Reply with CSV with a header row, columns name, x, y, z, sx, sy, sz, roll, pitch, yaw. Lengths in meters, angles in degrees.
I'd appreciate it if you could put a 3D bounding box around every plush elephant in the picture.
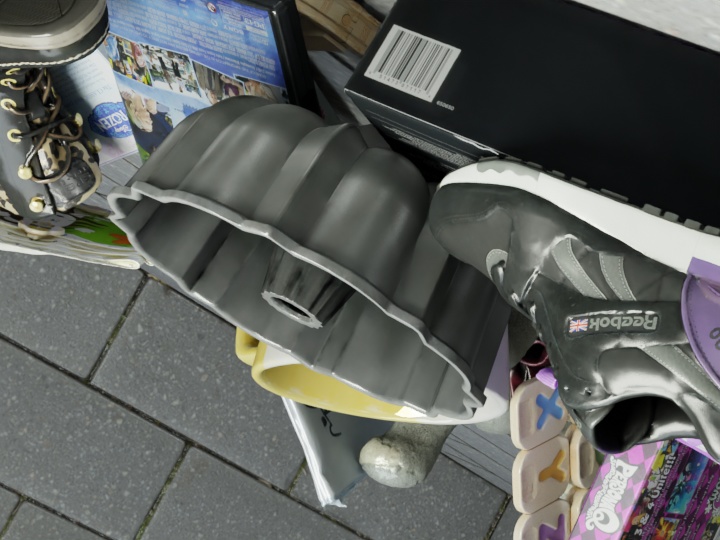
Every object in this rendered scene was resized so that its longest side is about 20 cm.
name,x,y,z,sx,sy,sz,roll,pitch,yaw
plush elephant,0.102,0.040,1.202,0.164,0.200,0.155,14,147,12

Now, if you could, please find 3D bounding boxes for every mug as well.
name,x,y,z,sx,sy,sz,roll,pitch,yaw
mug,0.003,-0.002,1.092,0.186,0.154,0.149,4,165,15

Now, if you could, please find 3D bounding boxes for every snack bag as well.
name,x,y,z,sx,sy,sz,roll,pitch,yaw
snack bag,-0.024,0.048,1.266,0.201,0.021,0.188,68,-156,-1

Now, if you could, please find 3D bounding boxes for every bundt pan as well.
name,x,y,z,sx,sy,sz,roll,pitch,yaw
bundt pan,-0.015,-0.013,0.872,0.201,0.076,0.202,27,166,8

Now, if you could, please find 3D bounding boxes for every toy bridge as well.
name,x,y,z,sx,sy,sz,roll,pitch,yaw
toy bridge,-0.023,-0.128,0.952,0.200,0.027,0.067,34,170,-32

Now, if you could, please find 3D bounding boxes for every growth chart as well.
name,x,y,z,sx,sy,sz,roll,pitch,yaw
growth chart,-0.180,-0.029,1.098,0.199,0.018,0.145,9,-166,-8

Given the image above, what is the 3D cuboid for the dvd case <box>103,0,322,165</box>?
name,x,y,z,sx,sy,sz,roll,pitch,yaw
dvd case,-0.072,-0.075,0.977,0.142,0.018,0.200,22,142,33

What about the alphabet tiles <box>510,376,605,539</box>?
name,x,y,z,sx,sy,sz,roll,pitch,yaw
alphabet tiles,0.157,0.101,1.128,0.015,0.201,0.195,11,-159,41

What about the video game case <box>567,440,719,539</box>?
name,x,y,z,sx,sy,sz,roll,pitch,yaw
video game case,0.196,0.138,1.119,0.036,0.201,0.181,28,-170,37

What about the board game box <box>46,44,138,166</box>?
name,x,y,z,sx,sy,sz,roll,pitch,yaw
board game box,-0.213,-0.142,1.093,0.200,0.041,0.200,49,146,-20

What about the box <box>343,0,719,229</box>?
name,x,y,z,sx,sy,sz,roll,pitch,yaw
box,0.112,-0.046,0.806,0.200,0.079,0.141,25,167,28

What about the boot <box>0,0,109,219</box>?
name,x,y,z,sx,sy,sz,roll,pitch,yaw
boot,-0.183,-0.100,1.008,0.200,0.073,0.151,11,139,40

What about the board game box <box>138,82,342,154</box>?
name,x,y,z,sx,sy,sz,roll,pitch,yaw
board game box,-0.117,-0.116,1.173,0.199,0.064,0.148,21,166,23

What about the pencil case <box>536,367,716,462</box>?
name,x,y,z,sx,sy,sz,roll,pitch,yaw
pencil case,0.193,0.069,0.989,0.200,0.086,0.084,30,172,-13

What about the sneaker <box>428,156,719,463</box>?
name,x,y,z,sx,sy,sz,roll,pitch,yaw
sneaker,0.089,0.019,0.715,0.200,0.088,0.076,21,168,43
